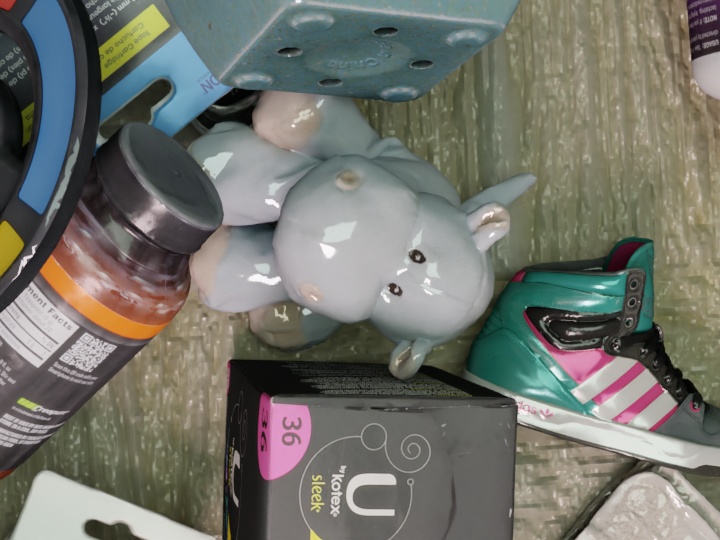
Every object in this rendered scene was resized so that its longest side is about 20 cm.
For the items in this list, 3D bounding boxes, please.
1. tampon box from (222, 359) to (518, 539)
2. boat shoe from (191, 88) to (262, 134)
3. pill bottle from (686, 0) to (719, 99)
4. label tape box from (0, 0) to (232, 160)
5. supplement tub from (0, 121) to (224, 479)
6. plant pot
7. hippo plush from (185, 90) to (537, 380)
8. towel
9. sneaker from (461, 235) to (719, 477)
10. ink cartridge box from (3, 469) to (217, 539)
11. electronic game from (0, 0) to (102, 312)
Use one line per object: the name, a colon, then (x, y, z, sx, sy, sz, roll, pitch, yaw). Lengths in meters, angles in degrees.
tampon box: (-0.003, 0.130, 0.889, 0.125, 0.200, 0.152, 1, 91, -10)
boat shoe: (-0.022, -0.154, 0.964, 0.072, 0.071, 0.201, 38, 83, -6)
pill bottle: (0.247, -0.174, 0.990, 0.111, 0.112, 0.203, -4, 89, -10)
label tape box: (-0.168, -0.150, 0.931, 0.143, 0.066, 0.201, -38, 97, 4)
supplement tub: (-0.161, 0.014, 0.881, 0.200, 0.107, 0.107, -42, 96, 19)
plant pot: (-0.005, -0.198, 0.843, 0.194, 0.196, 0.203, 2, 75, -23)
hippo plush: (0.000, 0.000, 0.900, 0.199, 0.161, 0.160, 27, 105, -24)
towel: (0.154, 0.221, 1.002, 0.132, 0.034, 0.200, 42, 82, -5)
sneaker: (0.165, 0.044, 0.988, 0.198, 0.084, 0.122, 16, 95, -8)
ink cartridge box: (-0.163, 0.220, 0.930, 0.115, 0.067, 0.202, 23, 86, -7)
electronic game: (-0.203, -0.063, 0.842, 0.041, 0.199, 0.202, 22, 83, -49)
